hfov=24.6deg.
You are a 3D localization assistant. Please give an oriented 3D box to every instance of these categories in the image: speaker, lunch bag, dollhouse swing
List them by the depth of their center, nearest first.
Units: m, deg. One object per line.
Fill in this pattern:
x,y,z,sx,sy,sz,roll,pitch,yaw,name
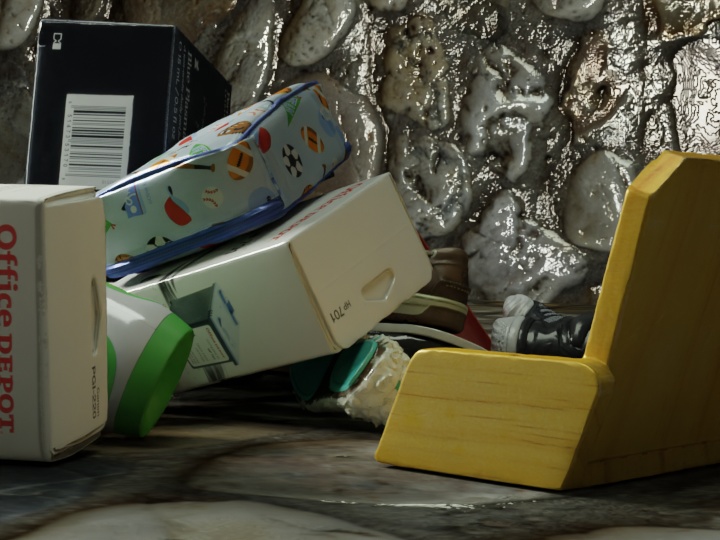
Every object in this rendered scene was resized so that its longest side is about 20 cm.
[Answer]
0.132,0.023,0.931,0.182,0.176,0.200,3,3,42,dollhouse swing
-0.206,0.027,1.001,0.200,0.089,0.088,25,4,5,speaker
-0.103,-0.064,1.178,0.160,0.076,0.200,-21,9,27,lunch bag

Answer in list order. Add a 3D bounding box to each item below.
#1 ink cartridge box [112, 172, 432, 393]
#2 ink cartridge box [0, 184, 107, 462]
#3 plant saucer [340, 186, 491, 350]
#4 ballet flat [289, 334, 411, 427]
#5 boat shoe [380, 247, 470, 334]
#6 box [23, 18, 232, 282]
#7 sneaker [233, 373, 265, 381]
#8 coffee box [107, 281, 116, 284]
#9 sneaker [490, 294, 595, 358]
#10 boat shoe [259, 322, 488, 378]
-0.073,0.015,1.150,0.200,0.086,0.146,-18,11,35,ink cartridge box
-0.248,0.025,0.919,0.200,0.146,0.085,1,7,11,ink cartridge box
0.047,0.020,1.420,0.037,0.200,0.200,-35,-5,11,plant saucer
0.001,0.078,1.128,0.072,0.072,0.200,1,3,-14,ballet flat
0.004,0.001,1.306,0.202,0.075,0.075,8,-7,35,boat shoe
-0.189,-0.086,1.365,0.117,0.197,0.200,3,-7,9,box
-0.141,0.068,1.385,0.087,0.075,0.200,-21,5,-25,sneaker
-0.232,0.048,1.316,0.200,0.080,0.114,2,-2,26,coffee box
0.174,0.066,1.400,0.114,0.076,0.200,3,7,11,sneaker
0.010,0.069,1.254,0.200,0.060,0.074,14,-20,7,boat shoe
